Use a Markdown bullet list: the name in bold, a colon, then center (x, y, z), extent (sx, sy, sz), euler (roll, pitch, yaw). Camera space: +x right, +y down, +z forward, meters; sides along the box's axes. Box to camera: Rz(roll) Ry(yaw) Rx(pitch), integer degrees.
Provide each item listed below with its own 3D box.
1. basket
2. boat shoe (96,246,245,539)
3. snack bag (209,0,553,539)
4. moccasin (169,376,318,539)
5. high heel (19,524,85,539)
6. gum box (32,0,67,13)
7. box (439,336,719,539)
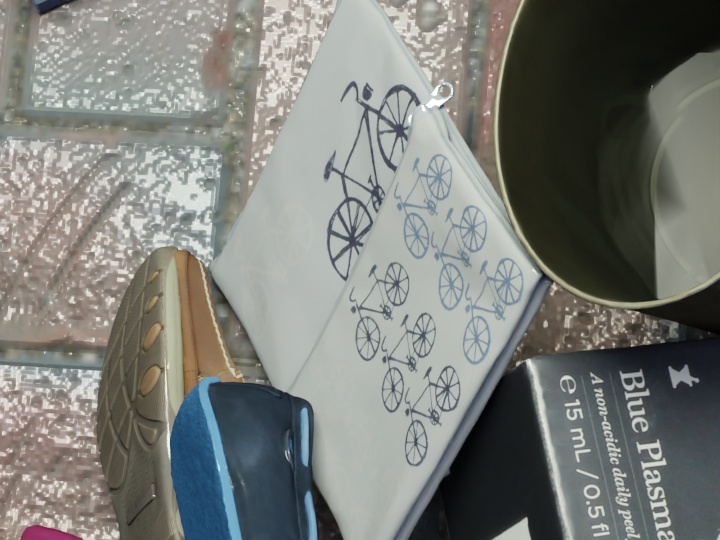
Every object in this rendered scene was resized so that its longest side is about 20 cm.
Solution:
- **basket**: center (0.154, -0.048, 1.072), extent (0.135, 0.200, 0.182), euler (6, 78, 26)
- **boat shoe**: center (-0.072, 0.086, 1.171), extent (0.071, 0.076, 0.201), euler (9, 62, -29)
- **snack bag**: center (0.000, 0.000, 1.108), extent (0.021, 0.189, 0.201), euler (-1, 45, -32)
- **moccasin**: center (-0.027, 0.136, 1.073), extent (0.068, 0.080, 0.201), euler (1, 69, -26)
- **high heel**: center (-0.149, 0.209, 1.082), extent (0.096, 0.067, 0.201), euler (35, 90, 22)
- **gum box**: center (-0.118, -0.250, 1.273), extent (0.169, 0.045, 0.201), euler (-22, 75, -3)
- **box**: center (0.152, 0.134, 1.078), extent (0.199, 0.117, 0.198), euler (-5, 73, -23)
